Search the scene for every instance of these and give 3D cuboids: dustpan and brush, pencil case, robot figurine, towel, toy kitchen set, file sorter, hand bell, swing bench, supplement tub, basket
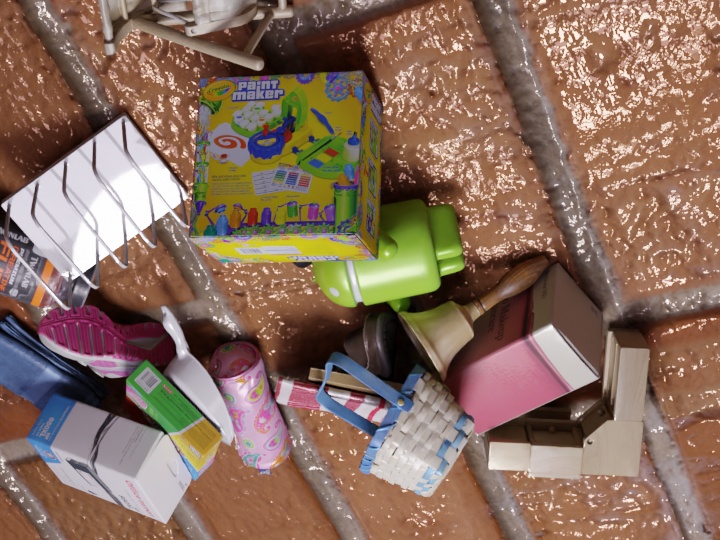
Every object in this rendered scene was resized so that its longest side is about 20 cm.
[{"bbox_3d":[-0.240,0.138,1.796,0.139,0.057,0.201,17,143,54],"label":"dustpan and brush"},{"bbox_3d":[-0.159,0.199,1.869,0.086,0.088,0.202,-3,130,15],"label":"pencil case"},{"bbox_3d":[0.028,-0.021,1.611,0.197,0.117,0.176,-12,155,3],"label":"robot figurine"},{"bbox_3d":[-0.022,0.185,1.788,0.197,0.023,0.144,12,165,-3],"label":"towel"},{"bbox_3d":[0.268,0.161,1.734,0.196,0.163,0.183,2,106,1],"label":"toy kitchen set"},{"bbox_3d":[-0.332,-0.068,1.618,0.199,0.125,0.139,-34,118,6],"label":"file sorter"},{"bbox_3d":[0.157,0.043,1.641,0.199,0.104,0.105,-33,122,-5],"label":"hand bell"},{"bbox_3d":[-0.188,-0.345,1.405,0.197,0.131,0.201,9,131,13],"label":"swing bench"},{"bbox_3d":[-0.458,-0.016,1.740,0.197,0.108,0.107,20,131,-15],"label":"supplement tub"},{"bbox_3d":[0.035,0.186,1.630,0.198,0.140,0.177,29,159,3],"label":"basket"},{"bbox_3d":[-0.480,0.155,1.929,0.199,0.049,0.111,37,131,-19],"label":"towel"}]

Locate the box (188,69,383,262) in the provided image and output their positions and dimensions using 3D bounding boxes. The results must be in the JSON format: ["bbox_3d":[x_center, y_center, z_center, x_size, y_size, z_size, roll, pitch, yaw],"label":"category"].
[{"bbox_3d":[-0.082,-0.117,1.502,0.197,0.196,0.122,0,167,13],"label":"box"}]

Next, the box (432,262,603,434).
[{"bbox_3d":[0.204,0.103,1.679,0.199,0.129,0.109,-31,116,31],"label":"box"}]

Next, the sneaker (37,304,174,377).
[{"bbox_3d":[-0.366,0.110,1.820,0.198,0.082,0.088,19,142,-32],"label":"sneaker"}]

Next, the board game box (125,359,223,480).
[{"bbox_3d":[-0.269,0.217,1.845,0.153,0.040,0.200,44,160,6],"label":"board game box"}]

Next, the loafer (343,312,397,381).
[{"bbox_3d":[0.011,0.109,1.718,0.070,0.074,0.201,6,158,4],"label":"loafer"}]

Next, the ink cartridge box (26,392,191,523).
[{"bbox_3d":[-0.362,0.273,1.876,0.197,0.085,0.145,15,149,24],"label":"ink cartridge box"}]

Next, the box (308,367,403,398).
[{"bbox_3d":[0.029,0.173,1.789,0.197,0.022,0.164,11,166,4],"label":"box"}]

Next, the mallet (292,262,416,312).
[{"bbox_3d":[0.000,0.000,1.706,0.198,0.041,0.066,28,127,-17],"label":"mallet"}]
